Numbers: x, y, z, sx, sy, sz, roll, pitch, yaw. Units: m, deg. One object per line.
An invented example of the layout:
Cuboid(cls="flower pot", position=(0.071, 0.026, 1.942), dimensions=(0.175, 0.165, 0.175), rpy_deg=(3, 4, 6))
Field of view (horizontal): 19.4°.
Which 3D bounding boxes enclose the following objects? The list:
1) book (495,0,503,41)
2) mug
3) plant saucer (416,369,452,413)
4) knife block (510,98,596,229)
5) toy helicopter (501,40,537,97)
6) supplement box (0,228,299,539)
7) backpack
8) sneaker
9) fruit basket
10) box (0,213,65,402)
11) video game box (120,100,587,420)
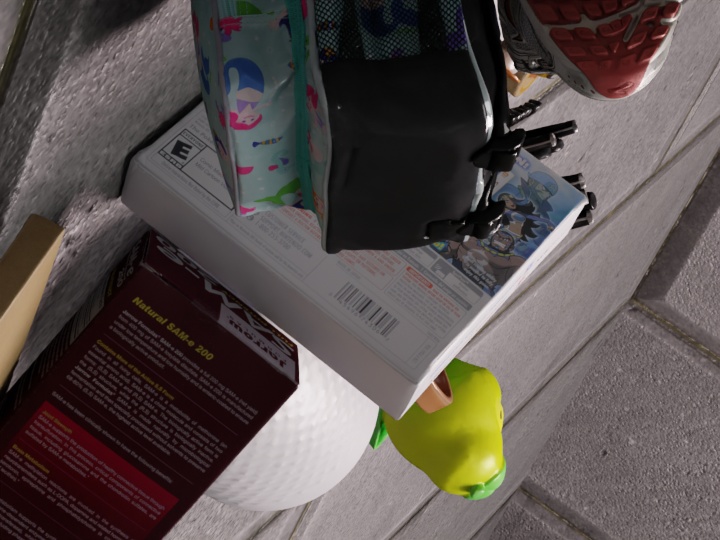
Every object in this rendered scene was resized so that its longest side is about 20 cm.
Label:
Cuboid(cls="book", position=(0.088, -0.237, 1.364), dimensions=(0.134, 0.048, 0.200), rpy_deg=(-60, 165, 2))
Cuboid(cls="mug", position=(-0.095, 0.076, 1.266), dimensions=(0.200, 0.148, 0.175), rpy_deg=(-44, 160, -2))
Cuboid(cls="plant saucer", position=(0.000, 0.000, 1.328), dimensions=(0.032, 0.201, 0.200), rpy_deg=(-27, 168, 5))
Cuboid(cls="knife block", position=(0.068, -0.038, 1.480), dimensions=(0.201, 0.175, 0.064), rpy_deg=(-61, 165, 26))
Cuboid(cls="toy helicopter", position=(0.129, -0.177, 1.582), dimensions=(0.132, 0.079, 0.200), rpy_deg=(-50, 170, -18))
Cuboid(cls="supplement box", position=(-0.136, 0.089, 1.126), dimensions=(0.200, 0.109, 0.061), rpy_deg=(-47, -165, 14))
Cuboid(cls="backpack", position=(-0.004, -0.124, 0.996), dimensions=(0.178, 0.150, 0.201), rpy_deg=(92, -2, -67))
Cuboid(cls="sneaker", position=(0.107, -0.124, 1.009), dimensions=(0.200, 0.077, 0.083), rpy_deg=(-99, -175, -63))
Cuboid(cls="fruit basket", position=(0.058, 0.077, 1.683), dimensions=(0.156, 0.215, 0.216), rpy_deg=(-49, 166, -22))
Cuboid(cls="box", position=(-0.210, 0.085, 1.004), dimensions=(0.200, 0.021, 0.164), rpy_deg=(-60, 180, -39))
Cuboid(cls="video game box", position=(-0.002, -0.040, 1.176), dimensions=(0.182, 0.200, 0.047), rpy_deg=(-45, 168, -35))
